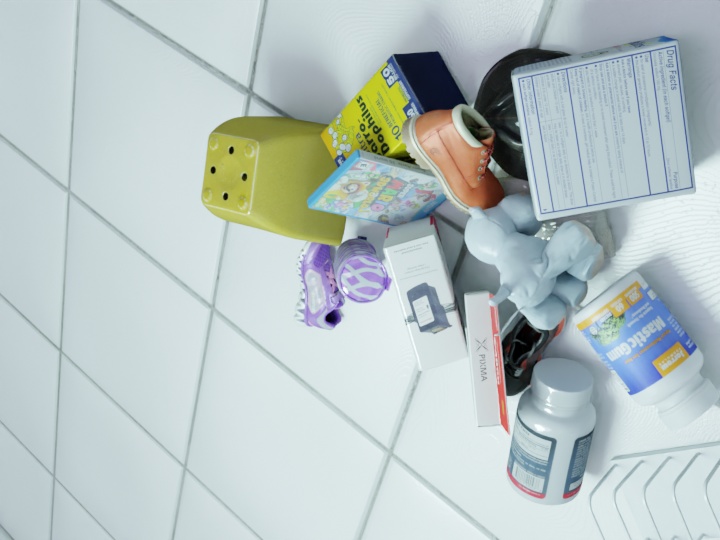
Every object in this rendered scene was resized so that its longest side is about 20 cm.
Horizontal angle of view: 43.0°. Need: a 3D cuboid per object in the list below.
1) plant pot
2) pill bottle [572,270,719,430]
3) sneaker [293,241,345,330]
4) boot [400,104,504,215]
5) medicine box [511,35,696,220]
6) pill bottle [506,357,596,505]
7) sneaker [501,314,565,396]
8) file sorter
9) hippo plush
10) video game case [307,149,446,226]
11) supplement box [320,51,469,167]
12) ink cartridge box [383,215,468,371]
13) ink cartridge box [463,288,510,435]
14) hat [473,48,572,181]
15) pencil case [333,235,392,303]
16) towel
[{"bbox_3d":[-0.148,-0.155,1.497,0.193,0.199,0.198,15,100,36],"label":"plant pot"},{"bbox_3d":[0.389,0.111,1.238,0.201,0.112,0.112,53,134,9],"label":"pill bottle"},{"bbox_3d":[-0.065,0.026,1.634,0.088,0.080,0.202,22,128,25],"label":"sneaker"},{"bbox_3d":[0.155,-0.149,1.259,0.106,0.076,0.200,-18,135,39],"label":"boot"},{"bbox_3d":[0.299,-0.177,1.135,0.197,0.103,0.185,-10,105,12],"label":"medicine box"},{"bbox_3d":[0.291,0.240,1.381,0.119,0.119,0.202,24,124,32],"label":"pill bottle"},{"bbox_3d":[0.240,0.126,1.397,0.077,0.082,0.202,37,133,22],"label":"sneaker"},{"bbox_3d":[0.442,0.342,1.291,0.199,0.124,0.140,-22,94,45],"label":"file sorter"},{"bbox_3d":[0.218,-0.014,1.267,0.161,0.199,0.160,48,166,37],"label":"hippo plush"},{"bbox_3d":[0.038,-0.119,1.397,0.143,0.198,0.018,-40,51,44],"label":"video game case"},{"bbox_3d":[0.050,-0.222,1.377,0.200,0.109,0.110,-41,72,44],"label":"supplement box"},{"bbox_3d":[0.103,0.033,1.423,0.083,0.145,0.202,-15,103,8],"label":"ink cartridge box"},{"bbox_3d":[0.185,0.132,1.365,0.044,0.176,0.203,-6,90,5],"label":"ink cartridge box"},{"bbox_3d":[0.223,-0.207,1.246,0.199,0.080,0.203,14,111,38],"label":"hat"},{"bbox_3d":[0.000,0.000,1.477,0.084,0.200,0.085,19,99,-5],"label":"pencil case"},{"bbox_3d":[0.264,-0.076,1.318,0.198,0.034,0.134,-3,108,42],"label":"towel"}]
